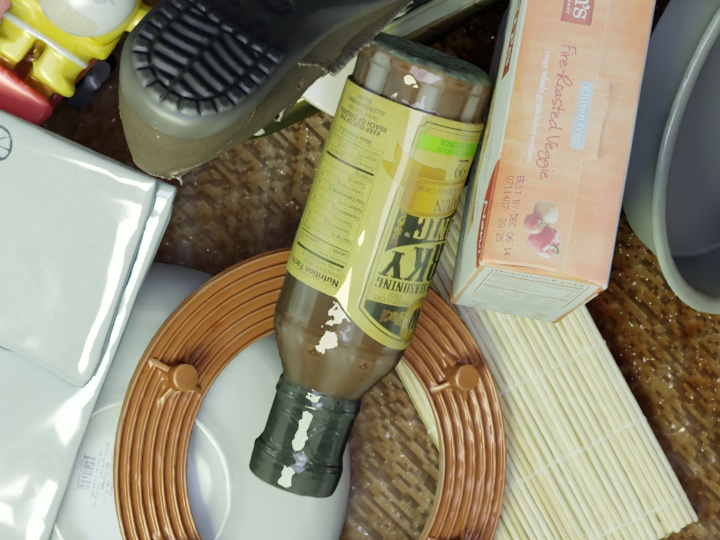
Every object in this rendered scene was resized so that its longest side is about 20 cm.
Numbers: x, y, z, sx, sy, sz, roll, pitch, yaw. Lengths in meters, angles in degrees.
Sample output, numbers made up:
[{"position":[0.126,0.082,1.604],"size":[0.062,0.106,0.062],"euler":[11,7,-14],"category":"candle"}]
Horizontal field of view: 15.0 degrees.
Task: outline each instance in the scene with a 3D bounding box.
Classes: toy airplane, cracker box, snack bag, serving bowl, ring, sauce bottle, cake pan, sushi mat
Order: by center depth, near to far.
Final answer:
[{"position":[-0.102,-0.144,1.177],"size":[0.199,0.141,0.200],"euler":[-6,110,5],"category":"toy airplane"},{"position":[0.000,0.000,1.190],"size":[0.064,0.065,0.201],"euler":[16,103,-5],"category":"sauce bottle"},{"position":[0.081,-0.054,1.191],"size":[0.057,0.200,0.135],"euler":[11,84,-1],"category":"cracker box"},{"position":[-0.197,0.013,1.205],"size":[0.188,0.021,0.201],"euler":[24,110,5],"category":"snack bag"},{"position":[0.185,-0.078,1.231],"size":[0.037,0.200,0.201],"euler":[30,92,36],"category":"cake pan"},{"position":[-0.018,0.089,1.246],"size":[0.199,0.019,0.202],"euler":[-1,92,-27],"category":"ring"},{"position":[-0.102,0.097,1.267],"size":[0.199,0.066,0.201],"euler":[0,94,-4],"category":"serving bowl"},{"position":[0.075,0.056,1.303],"size":[0.095,0.012,0.201],"euler":[-29,96,-3],"category":"sushi mat"}]

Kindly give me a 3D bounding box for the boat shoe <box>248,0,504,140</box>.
[{"position":[0.011,-0.128,1.241],"size":[0.200,0.072,0.066],"euler":[-29,89,19],"category":"boat shoe"}]

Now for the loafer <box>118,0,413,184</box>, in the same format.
[{"position":[-0.037,-0.105,1.127],"size":[0.073,0.071,0.200],"euler":[44,51,9],"category":"loafer"}]
